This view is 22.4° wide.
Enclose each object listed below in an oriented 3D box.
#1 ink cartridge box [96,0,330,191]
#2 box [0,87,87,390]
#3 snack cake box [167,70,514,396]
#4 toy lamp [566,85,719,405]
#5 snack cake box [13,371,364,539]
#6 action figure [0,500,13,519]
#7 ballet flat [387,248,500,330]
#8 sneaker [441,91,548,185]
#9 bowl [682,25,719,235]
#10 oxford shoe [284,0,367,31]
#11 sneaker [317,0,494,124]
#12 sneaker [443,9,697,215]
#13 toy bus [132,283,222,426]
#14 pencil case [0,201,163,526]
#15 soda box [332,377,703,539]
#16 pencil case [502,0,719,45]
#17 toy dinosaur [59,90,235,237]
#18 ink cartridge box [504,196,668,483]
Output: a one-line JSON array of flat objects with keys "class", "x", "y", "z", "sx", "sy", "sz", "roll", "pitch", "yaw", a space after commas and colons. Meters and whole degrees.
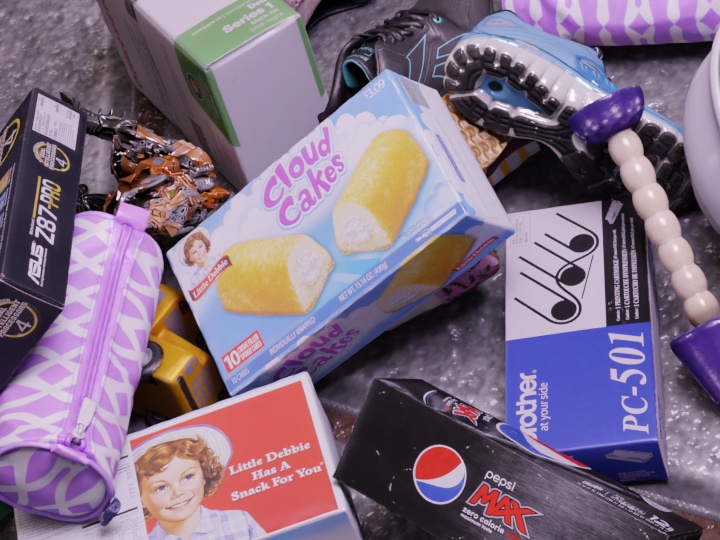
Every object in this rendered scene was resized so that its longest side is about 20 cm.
[{"class": "ink cartridge box", "x": -0.111, "y": -0.160, "z": 1.341, "sx": 0.084, "sy": 0.146, "sz": 0.200, "roll": -33, "pitch": 48, "yaw": -13}, {"class": "box", "x": -0.235, "y": 0.001, "z": 1.147, "sx": 0.161, "sy": 0.049, "sz": 0.200, "roll": -49, "pitch": 27, "yaw": 31}, {"class": "snack cake box", "x": -0.016, "y": -0.018, "z": 1.153, "sx": 0.200, "sy": 0.067, "sz": 0.115, "roll": -38, "pitch": 64, "yaw": 22}, {"class": "toy lamp", "x": 0.191, "y": -0.014, "z": 1.112, "sx": 0.058, "sy": 0.058, "sz": 0.200, "roll": -25, "pitch": 82, "yaw": -4}, {"class": "snack cake box", "x": -0.105, "y": 0.154, "z": 1.111, "sx": 0.200, "sy": 0.067, "sz": 0.115, "roll": -19, "pitch": 44, "yaw": 1}, {"class": "action figure", "x": -0.306, "y": 0.093, "z": 1.183, "sx": 0.200, "sy": 0.055, "sz": 0.118, "roll": 36, "pitch": 58, "yaw": 7}, {"class": "ballet flat", "x": 0.000, "y": 0.000, "z": 1.223, "sx": 0.200, "sy": 0.069, "sz": 0.071, "roll": 12, "pitch": 72, "yaw": 32}, {"class": "sneaker", "x": 0.088, "y": -0.097, "z": 1.269, "sx": 0.200, "sy": 0.090, "sz": 0.075, "roll": -27, "pitch": 78, "yaw": -40}, {"class": "bowl", "x": 0.271, "y": -0.067, "z": 1.139, "sx": 0.090, "sy": 0.201, "sz": 0.201, "roll": -40, "pitch": 25, "yaw": 48}, {"class": "oxford shoe", "x": -0.002, "y": -0.250, "z": 1.455, "sx": 0.200, "sy": 0.071, "sz": 0.073, "roll": -39, "pitch": 77, "yaw": -21}, {"class": "sneaker", "x": 0.034, "y": -0.151, "z": 1.307, "sx": 0.075, "sy": 0.079, "sz": 0.200, "roll": -2, "pitch": 54, "yaw": 45}, {"class": "sneaker", "x": 0.157, "y": -0.114, "z": 1.208, "sx": 0.200, "sy": 0.078, "sz": 0.090, "roll": 32, "pitch": 45, "yaw": -6}, {"class": "toy bus", "x": -0.176, "y": 0.042, "z": 1.237, "sx": 0.200, "sy": 0.065, "sz": 0.078, "roll": 18, "pitch": 55, "yaw": 31}, {"class": "pencil case", "x": -0.173, "y": 0.056, "z": 1.115, "sx": 0.084, "sy": 0.086, "sz": 0.200, "roll": 16, "pitch": 48, "yaw": -12}, {"class": "soda box", "x": 0.087, "y": 0.132, "z": 1.036, "sx": 0.200, "sy": 0.063, "sz": 0.071, "roll": 27, "pitch": 99, "yaw": 27}, {"class": "pencil case", "x": 0.200, "y": -0.206, "z": 1.308, "sx": 0.200, "sy": 0.086, "sz": 0.084, "roll": -3, "pitch": 36, "yaw": 18}, {"class": "toy dinosaur", "x": -0.150, "y": -0.058, "z": 1.278, "sx": 0.136, "sy": 0.200, "sz": 0.102, "roll": 11, "pitch": 83, "yaw": 1}, {"class": "ink cartridge box", "x": 0.140, "y": 0.043, "z": 1.143, "sx": 0.094, "sy": 0.044, "sz": 0.200, "roll": -8, "pitch": 47, "yaw": 14}]
